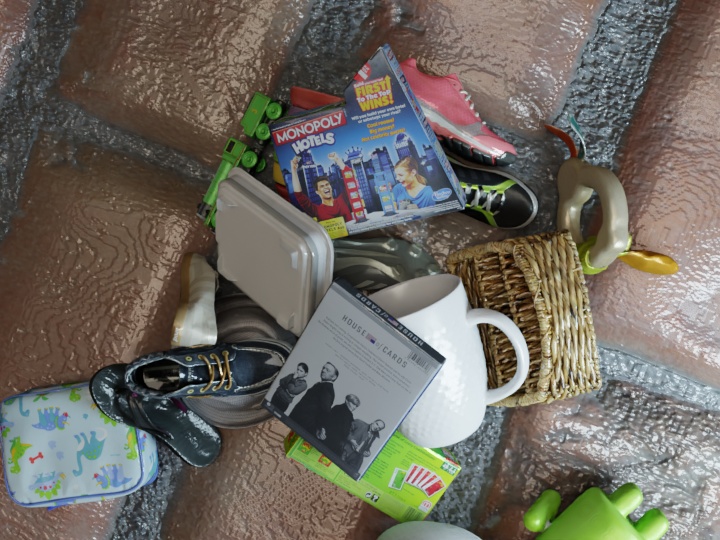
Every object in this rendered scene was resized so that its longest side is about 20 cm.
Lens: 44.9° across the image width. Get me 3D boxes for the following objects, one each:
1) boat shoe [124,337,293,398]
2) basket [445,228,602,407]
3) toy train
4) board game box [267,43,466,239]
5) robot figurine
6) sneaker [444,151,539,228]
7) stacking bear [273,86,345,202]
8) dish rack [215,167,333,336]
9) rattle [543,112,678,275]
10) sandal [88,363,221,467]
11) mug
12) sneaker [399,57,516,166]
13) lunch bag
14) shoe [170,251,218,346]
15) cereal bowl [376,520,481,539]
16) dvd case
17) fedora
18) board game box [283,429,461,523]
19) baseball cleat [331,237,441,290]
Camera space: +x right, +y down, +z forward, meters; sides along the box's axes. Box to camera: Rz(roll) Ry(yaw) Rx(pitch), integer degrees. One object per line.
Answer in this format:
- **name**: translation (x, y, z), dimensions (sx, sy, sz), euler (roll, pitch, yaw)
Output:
- **boat shoe**: translation (-0.176, 0.122, 1.038), dimensions (0.199, 0.091, 0.071), euler (-7, 87, 5)
- **basket**: translation (0.194, 0.061, 1.052), dimensions (0.148, 0.143, 0.201), euler (-10, 89, 1)
- **toy train**: translation (-0.159, -0.143, 1.158), dimensions (0.056, 0.042, 0.201), euler (29, 93, 17)
- **board game box**: translation (0.004, -0.151, 1.015), dimensions (0.199, 0.062, 0.201), euler (-12, 106, 12)
- **robot figurine**: translation (0.278, 0.346, 1.056), dimensions (0.200, 0.116, 0.176), euler (-45, 78, 5)
- **sneaker**: translation (0.122, -0.096, 1.090), dimensions (0.199, 0.083, 0.072), euler (22, 119, 12)
- **stacking bear**: translation (-0.060, -0.123, 1.114), dimensions (0.113, 0.121, 0.201), euler (16, 99, 5)
- **dish rack**: translation (-0.117, -0.015, 1.072), dimensions (0.200, 0.043, 0.172), euler (37, 138, 32)
- **rattle**: translation (0.314, -0.098, 1.083), dimensions (0.142, 0.130, 0.201), euler (-6, 62, -3)
- **sandal**: translation (-0.252, 0.181, 1.113), dimensions (0.200, 0.048, 0.076), euler (40, 59, -27)
- **mug**: translation (0.099, 0.107, 1.028), dimensions (0.199, 0.148, 0.176), euler (-14, 104, 24)
- **sneaker**: translation (0.118, -0.204, 1.106), dimensions (0.199, 0.074, 0.087), euler (29, 90, 6)
- **lunch bag**: translation (-0.373, 0.229, 1.159), dimensions (0.199, 0.082, 0.162), euler (-9, 88, 6)
- **shoe**: translation (-0.203, 0.037, 1.095), dimensions (0.053, 0.200, 0.070), euler (5, 117, -9)
- **cereal bowl**: translation (0.106, 0.370, 1.063), dimensions (0.199, 0.201, 0.083), euler (25, 51, 7)
- **dvd case**: translation (-0.013, 0.127, 0.984), dimensions (0.150, 0.025, 0.200), euler (37, 120, 9)
- **fedora**: translation (-0.165, 0.120, 1.129), dimensions (0.199, 0.090, 0.178), euler (-13, 88, 7)
- **board game box**: translation (0.015, 0.230, 1.091), dimensions (0.200, 0.048, 0.102), euler (33, 95, -15)
- **baseball cleat**: translation (0.000, 0.000, 1.126), dimensions (0.199, 0.107, 0.070), euler (12, 55, -16)
